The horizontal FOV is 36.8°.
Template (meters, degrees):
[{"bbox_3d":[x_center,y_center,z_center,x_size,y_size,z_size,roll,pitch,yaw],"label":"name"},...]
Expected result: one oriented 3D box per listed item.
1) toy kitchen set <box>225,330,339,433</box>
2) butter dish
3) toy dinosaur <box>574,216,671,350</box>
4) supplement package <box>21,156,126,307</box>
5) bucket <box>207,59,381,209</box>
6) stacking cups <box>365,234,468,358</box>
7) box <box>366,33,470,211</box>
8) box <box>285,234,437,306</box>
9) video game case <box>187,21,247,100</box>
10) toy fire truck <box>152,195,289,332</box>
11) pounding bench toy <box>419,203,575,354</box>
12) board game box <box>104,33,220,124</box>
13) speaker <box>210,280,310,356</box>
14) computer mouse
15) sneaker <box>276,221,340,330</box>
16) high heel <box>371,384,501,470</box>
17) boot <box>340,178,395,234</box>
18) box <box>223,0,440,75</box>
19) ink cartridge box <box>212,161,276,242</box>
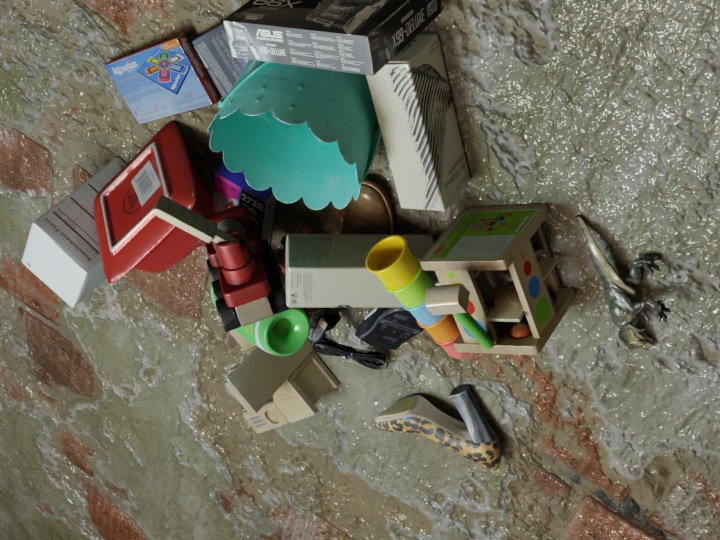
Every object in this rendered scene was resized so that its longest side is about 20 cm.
[{"bbox_3d":[-0.183,0.178,1.764,0.201,0.163,0.180,52,139,-11],"label":"toy kitchen set"},{"bbox_3d":[-0.287,-0.081,1.621,0.199,0.201,0.147,-41,134,19],"label":"butter dish"},{"bbox_3d":[0.325,0.023,1.305,0.088,0.047,0.201,-4,119,49],"label":"toy dinosaur"},{"bbox_3d":[-0.421,-0.062,1.718,0.117,0.200,0.117,41,141,1],"label":"supplement package"},{"bbox_3d":[-0.072,-0.185,1.328,0.205,0.136,0.208,16,157,7],"label":"bucket"},{"bbox_3d":[0.079,0.044,1.380,0.060,0.061,0.200,-1,138,40],"label":"stacking cups"},{"bbox_3d":[0.070,-0.177,1.309,0.068,0.082,0.202,6,130,34],"label":"box"},{"bbox_3d":[0.000,0.000,1.435,0.197,0.083,0.069,1,127,-4],"label":"box"},{"bbox_3d":[-0.138,-0.273,1.443,0.199,0.019,0.144,-15,114,45],"label":"video game case"},{"bbox_3d":[-0.193,-0.039,1.479,0.127,0.177,0.202,-18,122,-3],"label":"toy fire truck"},{"bbox_3d":[0.158,0.039,1.333,0.123,0.200,0.157,-1,124,39],"label":"pounding bench toy"},{"bbox_3d":[-0.287,-0.271,1.552,0.199,0.019,0.104,-3,123,48],"label":"board game box"},{"bbox_3d":[-0.151,0.056,1.597,0.200,0.088,0.089,32,147,54],"label":"speaker"},{"bbox_3d":[0.010,0.075,1.578,0.139,0.046,0.200,16,146,-17],"label":"computer mouse"},{"bbox_3d":[-0.067,0.014,1.597,0.097,0.071,0.202,21,138,24],"label":"sneaker"},{"bbox_3d":[0.116,0.261,1.659,0.199,0.071,0.144,-19,105,37],"label":"high heel"},{"bbox_3d":[-0.004,-0.036,1.499,0.073,0.075,0.201,29,137,18],"label":"boot"},{"bbox_3d":[-0.032,-0.289,1.234,0.198,0.158,0.050,14,133,31],"label":"box"},{"bbox_3d":[-0.175,-0.094,1.621,0.094,0.037,0.201,30,137,14],"label":"ink cartridge box"}]
